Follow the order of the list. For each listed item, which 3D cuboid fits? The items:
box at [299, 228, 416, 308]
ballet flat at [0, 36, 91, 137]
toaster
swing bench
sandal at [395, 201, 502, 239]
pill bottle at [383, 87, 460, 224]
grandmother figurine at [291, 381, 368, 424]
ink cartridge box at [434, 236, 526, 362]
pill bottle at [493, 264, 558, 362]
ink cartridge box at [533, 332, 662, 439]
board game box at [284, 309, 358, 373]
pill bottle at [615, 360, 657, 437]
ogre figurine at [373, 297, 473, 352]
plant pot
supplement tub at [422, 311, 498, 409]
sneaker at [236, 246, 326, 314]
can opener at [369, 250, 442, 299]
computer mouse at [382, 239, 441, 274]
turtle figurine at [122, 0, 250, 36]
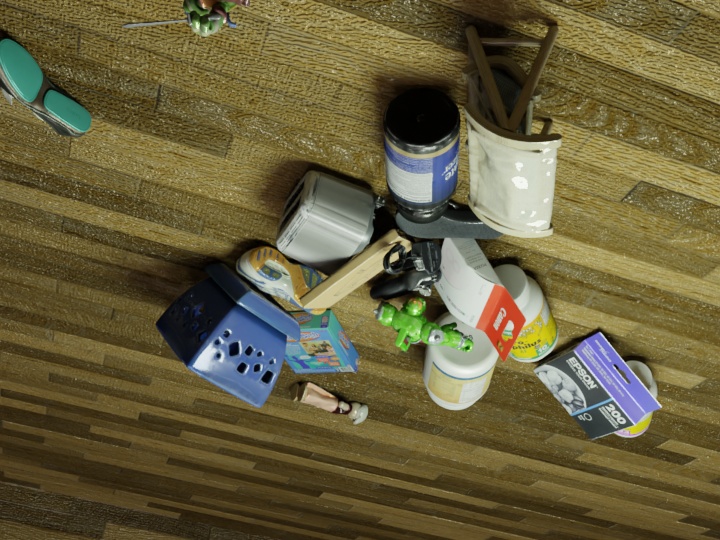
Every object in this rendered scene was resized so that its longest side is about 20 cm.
[{"bbox_3d":[0.000,0.000,1.543,0.199,0.021,0.163,-37,169,10],"label":"box"},{"bbox_3d":[-0.488,-0.262,1.346,0.067,0.069,0.200,-2,148,30],"label":"ballet flat"},{"bbox_3d":[-0.057,-0.081,1.496,0.128,0.115,0.200,21,148,-17],"label":"toaster"},{"bbox_3d":[0.197,-0.180,1.200,0.127,0.203,0.200,2,148,9],"label":"swing bench"},{"bbox_3d":[0.148,-0.087,1.516,0.197,0.043,0.076,6,151,-18],"label":"sandal"},{"bbox_3d":[0.090,-0.161,1.338,0.110,0.113,0.201,3,148,6],"label":"pill bottle"},{"bbox_3d":[-0.065,0.322,2.195,0.198,0.061,0.121,23,173,-28],"label":"grandmother figurine"},{"bbox_3d":[0.200,0.048,1.577,0.056,0.202,0.163,-17,152,-16],"label":"ink cartridge box"},{"bbox_3d":[0.291,0.077,1.672,0.111,0.114,0.201,-7,145,22],"label":"pill bottle"},{"bbox_3d":[0.480,0.241,1.856,0.199,0.043,0.200,50,145,1],"label":"ink cartridge box"},{"bbox_3d":[-0.103,0.156,1.944,0.149,0.046,0.201,-3,147,17],"label":"board game box"},{"bbox_3d":[0.573,0.270,1.926,0.102,0.106,0.201,0,147,12],"label":"pill bottle"},{"bbox_3d":[0.107,0.104,1.695,0.099,0.200,0.120,-52,158,11],"label":"ogre figurine"},{"bbox_3d":[-0.242,0.113,1.734,0.199,0.181,0.200,38,179,-38],"label":"plant pot"},{"bbox_3d":[0.199,0.184,1.831,0.142,0.147,0.201,6,149,2],"label":"supplement tub"},{"bbox_3d":[-0.147,0.019,1.726,0.199,0.076,0.087,39,149,-30],"label":"sneaker"},{"bbox_3d":[0.084,0.022,1.680,0.062,0.080,0.200,11,158,-24],"label":"can opener"},{"bbox_3d":[0.082,-0.019,1.515,0.034,0.060,0.199,-7,180,30],"label":"computer mouse"},{"bbox_3d":[-0.184,-0.358,1.055,0.199,0.146,0.193,28,139,-36],"label":"turtle figurine"}]
